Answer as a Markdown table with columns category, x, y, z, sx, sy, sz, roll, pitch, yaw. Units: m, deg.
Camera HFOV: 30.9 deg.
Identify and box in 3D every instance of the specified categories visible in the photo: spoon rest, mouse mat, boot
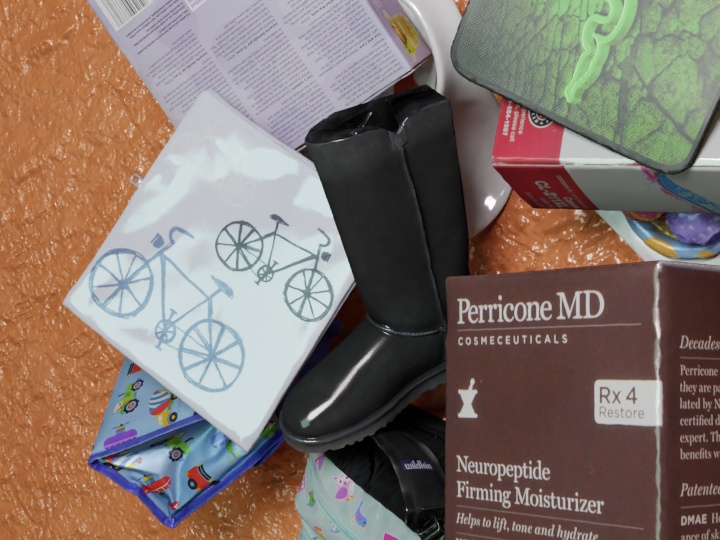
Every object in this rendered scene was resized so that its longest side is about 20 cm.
| category | x | y | z | sx | sy | sz | roll | pitch | yaw |
| --- | --- | --- | --- | --- | --- | --- | --- | --- | --- |
| spoon rest | 0.056 | -0.104 | 0.869 | 0.061 | 0.099 | 0.201 | 32 | 146 | 52 |
| mouse mat | 0.147 | -0.172 | 0.710 | 0.161 | 0.008 | 0.201 | 29 | 108 | 24 |
| boot | 0.001 | 0.000 | 0.832 | 0.066 | 0.165 | 0.201 | 33 | 144 | 45 |

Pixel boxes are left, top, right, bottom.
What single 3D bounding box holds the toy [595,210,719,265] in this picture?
| category | x | y | z | sx | sy | sz | roll | pitch | yaw |
| --- | --- | --- | --- | --- | --- | --- | --- | --- | --- |
| toy | 0.192 | -0.065 | 0.834 | 0.200 | 0.047 | 0.115 | 51 | 121 | 23 |

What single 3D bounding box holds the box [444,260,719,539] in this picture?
| category | x | y | z | sx | sy | sz | roll | pitch | yaw |
| --- | --- | --- | --- | --- | --- | --- | --- | --- | --- |
| box | 0.159 | 0.102 | 0.742 | 0.166 | 0.164 | 0.201 | -6 | 83 | 52 |

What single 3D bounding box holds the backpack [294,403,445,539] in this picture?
| category | x | y | z | sx | sy | sz | roll | pitch | yaw |
| --- | --- | --- | --- | --- | --- | --- | --- | --- | --- |
| backpack | 0.039 | 0.171 | 0.902 | 0.200 | 0.166 | 0.127 | 27 | 108 | 41 |

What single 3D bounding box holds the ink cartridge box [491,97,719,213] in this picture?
| category | x | y | z | sx | sy | sz | roll | pitch | yaw |
| --- | --- | --- | --- | --- | --- | --- | --- | --- | --- |
| ink cartridge box | 0.193 | -0.112 | 0.767 | 0.199 | 0.083 | 0.146 | 4 | 73 | 29 |

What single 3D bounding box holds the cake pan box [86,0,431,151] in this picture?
| category | x | y | z | sx | sy | sz | roll | pitch | yaw |
| --- | --- | --- | --- | --- | --- | --- | --- | --- | --- |
| cake pan box | -0.078 | -0.173 | 0.933 | 0.200 | 0.052 | 0.185 | -32 | 96 | 29 |

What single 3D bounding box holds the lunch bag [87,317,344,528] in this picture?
| category | x | y | z | sx | sy | sz | roll | pitch | yaw |
| --- | --- | --- | --- | --- | --- | --- | --- | --- | --- |
| lunch bag | -0.095 | 0.078 | 0.997 | 0.200 | 0.151 | 0.094 | -33 | 118 | 27 |

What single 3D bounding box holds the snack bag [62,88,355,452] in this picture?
| category | x | y | z | sx | sy | sz | roll | pitch | yaw |
| --- | --- | --- | --- | --- | --- | --- | --- | --- | --- |
| snack bag | -0.096 | -0.006 | 0.920 | 0.188 | 0.021 | 0.200 | 35 | 96 | 19 |

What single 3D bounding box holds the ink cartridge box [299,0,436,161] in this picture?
| category | x | y | z | sx | sy | sz | roll | pitch | yaw |
| --- | --- | --- | --- | --- | --- | --- | --- | --- | --- |
| ink cartridge box | -0.034 | -0.149 | 0.982 | 0.199 | 0.047 | 0.161 | 10 | 115 | 16 |
